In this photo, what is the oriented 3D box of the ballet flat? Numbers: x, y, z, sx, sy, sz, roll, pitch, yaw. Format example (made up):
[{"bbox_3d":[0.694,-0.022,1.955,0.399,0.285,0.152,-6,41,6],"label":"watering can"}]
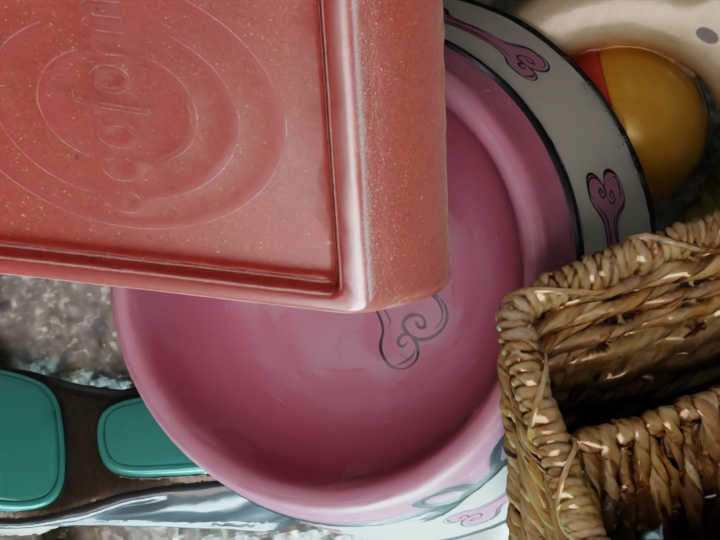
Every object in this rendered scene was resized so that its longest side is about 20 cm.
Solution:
[{"bbox_3d":[-0.110,0.076,1.149,0.199,0.073,0.073,0,116,-7],"label":"ballet flat"}]

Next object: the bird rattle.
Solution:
[{"bbox_3d":[0.095,-0.030,1.101,0.199,0.113,0.163,-10,105,19],"label":"bird rattle"}]

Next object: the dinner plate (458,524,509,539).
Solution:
[{"bbox_3d":[0.134,0.097,1.130,0.200,0.024,0.200,-7,144,-5],"label":"dinner plate"}]

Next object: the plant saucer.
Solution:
[{"bbox_3d":[-0.074,-0.060,0.935,0.199,0.037,0.200,7,137,10],"label":"plant saucer"}]

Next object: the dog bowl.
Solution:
[{"bbox_3d":[0.000,0.000,1.053,0.200,0.074,0.201,1,92,24],"label":"dog bowl"}]

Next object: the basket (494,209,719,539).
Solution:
[{"bbox_3d":[0.156,0.069,0.972,0.199,0.143,0.149,-17,136,-14],"label":"basket"}]
